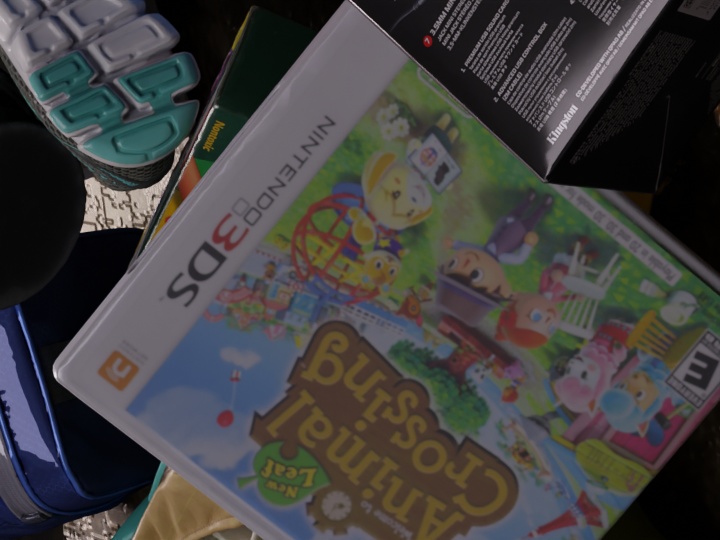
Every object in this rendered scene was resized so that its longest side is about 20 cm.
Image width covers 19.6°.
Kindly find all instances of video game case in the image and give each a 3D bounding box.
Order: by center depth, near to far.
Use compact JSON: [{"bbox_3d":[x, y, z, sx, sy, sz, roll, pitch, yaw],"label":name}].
[{"bbox_3d":[0.021,0.028,0.762,0.200,0.022,0.182,38,97,-11],"label":"video game case"}]

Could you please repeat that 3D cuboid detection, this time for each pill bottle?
[{"bbox_3d":[-0.214,-0.056,0.938,0.200,0.111,0.112,28,124,41],"label":"pill bottle"}]

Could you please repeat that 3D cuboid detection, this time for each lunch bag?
[{"bbox_3d":[-0.153,0.055,1.035,0.132,0.200,0.137,-14,90,20],"label":"lunch bag"}]

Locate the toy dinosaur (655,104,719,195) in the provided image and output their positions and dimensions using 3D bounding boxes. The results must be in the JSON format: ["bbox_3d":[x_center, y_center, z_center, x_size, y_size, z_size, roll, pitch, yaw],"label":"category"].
[{"bbox_3d":[0.096,-0.096,0.811,0.106,0.060,0.201,17,117,43],"label":"toy dinosaur"}]

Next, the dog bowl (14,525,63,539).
[{"bbox_3d":[-0.221,0.109,1.141,0.058,0.200,0.201,-17,94,8],"label":"dog bowl"}]

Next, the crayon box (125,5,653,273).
[{"bbox_3d":[0.000,0.000,0.856,0.172,0.059,0.200,23,146,-7],"label":"crayon box"}]

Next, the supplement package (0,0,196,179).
[{"bbox_3d":[-0.183,-0.139,1.047,0.113,0.109,0.201,-17,92,48],"label":"supplement package"}]

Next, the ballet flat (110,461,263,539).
[{"bbox_3d":[-0.073,0.117,0.952,0.063,0.069,0.200,40,154,3],"label":"ballet flat"}]

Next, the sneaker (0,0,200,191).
[{"bbox_3d":[-0.135,-0.113,0.871,0.201,0.077,0.091,60,168,16],"label":"sneaker"}]

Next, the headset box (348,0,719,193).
[{"bbox_3d":[0.049,-0.143,0.647,0.200,0.077,0.149,45,113,28],"label":"headset box"}]

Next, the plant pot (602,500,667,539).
[{"bbox_3d":[0.096,0.197,0.846,0.201,0.200,0.194,-54,55,43],"label":"plant pot"}]
